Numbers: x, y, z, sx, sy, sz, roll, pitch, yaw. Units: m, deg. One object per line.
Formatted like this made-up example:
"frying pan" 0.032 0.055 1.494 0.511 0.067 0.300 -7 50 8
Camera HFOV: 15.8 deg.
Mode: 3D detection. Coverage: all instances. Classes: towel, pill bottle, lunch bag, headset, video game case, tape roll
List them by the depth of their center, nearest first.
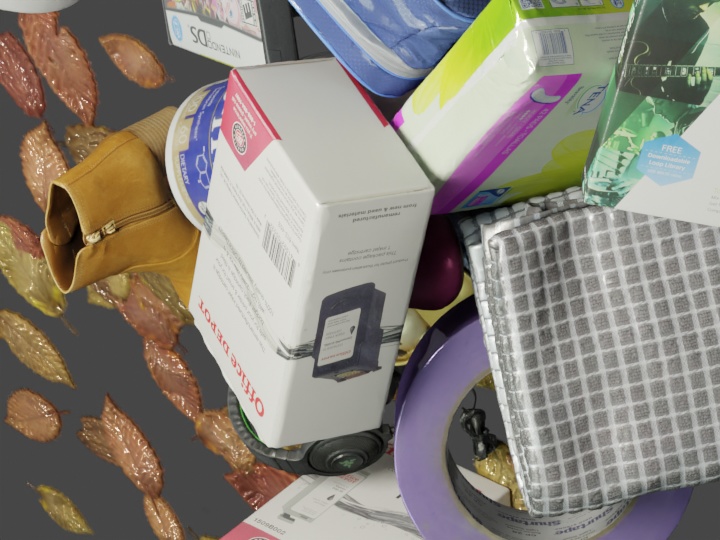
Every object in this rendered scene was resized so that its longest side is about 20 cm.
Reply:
"lunch bag" 0.023 -0.209 1.605 0.200 0.136 0.132 51 145 -3
"towel" 0.163 0.044 1.621 0.086 0.165 0.201 -117 14 -81
"tape roll" 0.121 0.110 1.722 0.200 0.200 0.085 58 -172 -9
"video game case" -0.101 -0.236 1.725 0.181 0.025 0.201 27 129 61
"pill bottle" -0.033 -0.087 1.786 0.200 0.120 0.120 -11 113 50
"headset" 0.001 0.102 1.933 0.199 0.124 0.094 6 153 23

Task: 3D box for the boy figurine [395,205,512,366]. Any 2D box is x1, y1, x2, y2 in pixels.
"boy figurine" 0.056 -0.001 1.815 0.124 0.064 0.200 46 141 3

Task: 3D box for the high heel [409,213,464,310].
"high heel" 0.000 0.000 1.718 0.200 0.096 0.068 164 98 -71

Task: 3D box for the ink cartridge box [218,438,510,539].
"ink cartridge box" 0.000 0.217 1.950 0.146 0.200 0.083 23 132 33

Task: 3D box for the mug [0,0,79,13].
"mug" -0.245 -0.297 1.816 0.186 0.149 0.153 38 131 8

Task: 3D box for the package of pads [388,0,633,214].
"package of pads" 0.117 -0.105 1.581 0.200 0.154 0.068 -46 57 55

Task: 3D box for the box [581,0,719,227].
"box" 0.218 -0.114 1.468 0.144 0.036 0.200 9 124 -5

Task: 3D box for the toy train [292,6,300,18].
"toy train" -0.110 -0.215 1.835 0.200 0.034 0.046 20 123 37

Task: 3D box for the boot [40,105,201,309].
"boot" -0.177 -0.016 1.984 0.071 0.144 0.202 21 135 36

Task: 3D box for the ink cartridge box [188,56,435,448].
"ink cartridge box" -0.035 -0.011 1.636 0.145 0.084 0.200 57 146 42
